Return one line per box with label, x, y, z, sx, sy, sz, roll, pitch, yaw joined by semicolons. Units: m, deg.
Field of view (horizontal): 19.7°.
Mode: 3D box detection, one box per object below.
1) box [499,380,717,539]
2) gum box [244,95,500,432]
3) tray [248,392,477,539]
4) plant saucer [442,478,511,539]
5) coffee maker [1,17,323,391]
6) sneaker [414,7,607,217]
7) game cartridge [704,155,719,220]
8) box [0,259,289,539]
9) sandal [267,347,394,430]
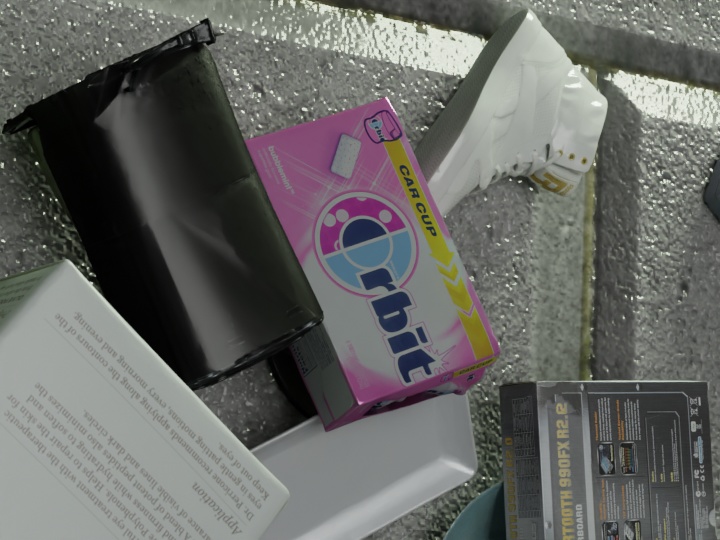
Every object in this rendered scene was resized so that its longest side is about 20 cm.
box;0.178;0.178;1.467;0.157;0.048;0.202;1;82;-31
gum box;0.000;0.000;1.367;0.113;0.066;0.201;-18;78;-27
tray;-0.008;0.132;1.401;0.199;0.022;0.108;-25;119;-29
plant saucer;0.119;0.246;1.473;0.200;0.039;0.203;5;81;-32
coffee maker;-0.117;-0.030;1.274;0.134;0.192;0.201;-25;95;-11
sneaker;0.109;-0.081;1.491;0.116;0.074;0.201;43;63;-16
game cartridge;0.362;-0.090;1.670;0.133;0.041;0.200;51;61;-20
box;-0.194;0.130;1.202;0.199;0.199;0.172;48;61;-18
sandal;-0.038;0.027;1.401;0.075;0.045;0.201;-40;104;-31
